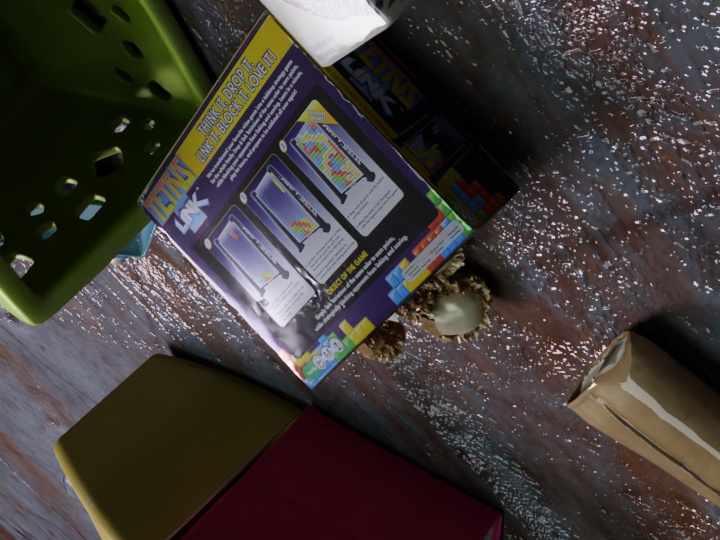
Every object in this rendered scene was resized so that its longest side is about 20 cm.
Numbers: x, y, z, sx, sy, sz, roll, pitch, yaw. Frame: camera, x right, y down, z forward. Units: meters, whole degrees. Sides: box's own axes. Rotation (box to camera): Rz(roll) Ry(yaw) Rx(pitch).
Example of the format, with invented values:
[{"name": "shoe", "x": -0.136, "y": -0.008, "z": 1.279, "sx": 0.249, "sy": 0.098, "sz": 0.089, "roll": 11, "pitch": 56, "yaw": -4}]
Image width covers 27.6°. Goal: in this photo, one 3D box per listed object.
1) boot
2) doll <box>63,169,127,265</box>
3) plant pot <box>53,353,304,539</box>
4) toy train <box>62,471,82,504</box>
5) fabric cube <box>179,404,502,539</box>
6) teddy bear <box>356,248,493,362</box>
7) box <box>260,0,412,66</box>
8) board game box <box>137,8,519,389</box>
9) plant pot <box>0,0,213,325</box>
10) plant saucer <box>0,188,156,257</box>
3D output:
[{"name": "boot", "x": 0.226, "y": 0.105, "z": 0.837, "sx": 0.199, "sy": 0.066, "sz": 0.175, "roll": 38, "pitch": 153, "yaw": 5}, {"name": "doll", "x": -0.236, "y": -0.053, "z": 1.193, "sx": 0.199, "sy": 0.049, "sz": 0.137, "roll": 0, "pitch": 133, "yaw": 43}, {"name": "plant pot", "x": -0.165, "y": 0.199, "z": 1.350, "sx": 0.176, "sy": 0.200, "sz": 0.201, "roll": 34, "pitch": 154, "yaw": 30}, {"name": "toy train", "x": -0.212, "y": 0.226, "z": 1.520, "sx": 0.199, "sy": 0.114, "sz": 0.086, "roll": 31, "pitch": 153, "yaw": 16}, {"name": "fabric cube", "x": -0.020, "y": 0.277, "z": 1.229, "sx": 0.198, "sy": 0.200, "sz": 0.198, "roll": 26, "pitch": 137, "yaw": 23}, {"name": "teddy bear", "x": 0.000, "y": 0.000, "z": 0.976, "sx": 0.145, "sy": 0.067, "sz": 0.199, "roll": 40, "pitch": 148, "yaw": -23}, {"name": "box", "x": -0.051, "y": -0.200, "z": 0.708, "sx": 0.200, "sy": 0.069, "sz": 0.082, "roll": 45, "pitch": 154, "yaw": -12}, {"name": "board game box", "x": -0.026, "y": -0.044, "z": 0.860, "sx": 0.166, "sy": 0.057, "sz": 0.200, "roll": 48, "pitch": 138, "yaw": 2}, {"name": "plant pot", "x": -0.237, "y": -0.116, "z": 0.943, "sx": 0.181, "sy": 0.199, "sz": 0.201, "roll": 20, "pitch": 149, "yaw": 44}, {"name": "plant saucer", "x": -0.250, "y": -0.042, "z": 1.080, "sx": 0.198, "sy": 0.019, "sz": 0.070, "roll": 5, "pitch": 149, "yaw": -19}]
